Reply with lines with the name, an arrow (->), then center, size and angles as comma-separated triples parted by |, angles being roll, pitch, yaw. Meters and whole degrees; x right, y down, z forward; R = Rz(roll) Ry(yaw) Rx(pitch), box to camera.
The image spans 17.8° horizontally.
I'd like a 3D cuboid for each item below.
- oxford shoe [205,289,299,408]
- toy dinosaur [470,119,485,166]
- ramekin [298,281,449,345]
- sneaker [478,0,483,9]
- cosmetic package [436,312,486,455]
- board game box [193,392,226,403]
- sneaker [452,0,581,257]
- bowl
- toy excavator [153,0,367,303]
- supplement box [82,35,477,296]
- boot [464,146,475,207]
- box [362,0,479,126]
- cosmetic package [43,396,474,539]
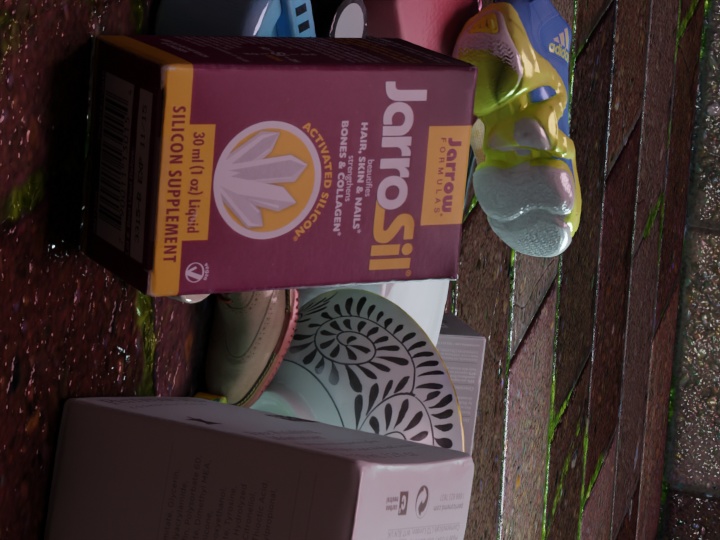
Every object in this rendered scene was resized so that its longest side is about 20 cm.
oxford shoe -> -0.082, -0.005, 1.513 | 0.074, 0.070, 0.202 | 2, 105, -42
toy dinosaur -> 0.076, -0.144, 1.672 | 0.200, 0.101, 0.058 | 51, 10, -50
ramekin -> 0.000, 0.000, 1.715 | 0.202, 0.093, 0.204 | 10, 90, -75
sneaker -> 0.067, -0.186, 1.721 | 0.096, 0.079, 0.200 | -50, 164, 24
cosmetic package -> 0.041, 0.141, 1.901 | 0.107, 0.089, 0.202 | -143, -123, -72
board game box -> -0.115, 0.191, 1.530 | 0.096, 0.030, 0.201 | -51, 144, -56
sneaker -> 0.121, -0.107, 1.552 | 0.105, 0.075, 0.201 | -59, 148, -37
bowl -> -0.032, 0.117, 1.570 | 0.094, 0.200, 0.203 | -7, 108, -45
toy excavator -> -0.085, -0.108, 1.384 | 0.200, 0.099, 0.195 | -51, 147, -37
supplement box -> -0.047, -0.061, 1.302 | 0.199, 0.103, 0.132 | -4, 106, -29
boot -> 0.047, -0.079, 1.868 | 0.158, 0.079, 0.213 | -57, 152, -56
box -> 0.000, -0.171, 1.506 | 0.109, 0.127, 0.201 | -54, 145, -40
cosmetic package -> -0.063, 0.171, 1.346 | 0.165, 0.199, 0.166 | 8, 92, -65
